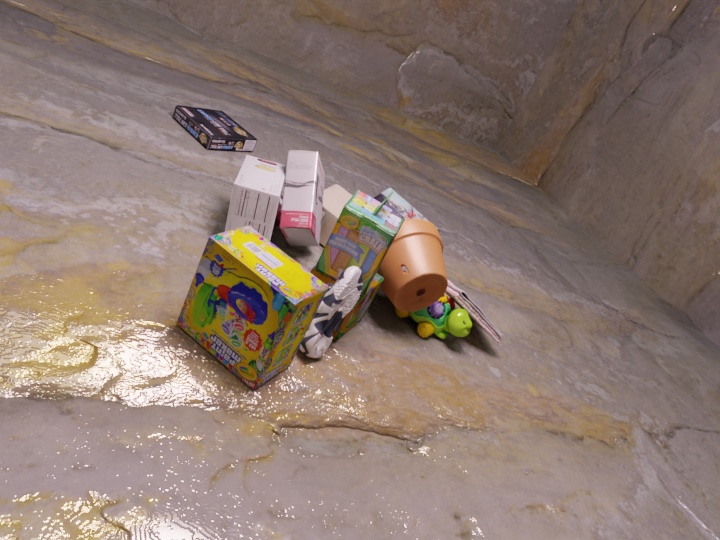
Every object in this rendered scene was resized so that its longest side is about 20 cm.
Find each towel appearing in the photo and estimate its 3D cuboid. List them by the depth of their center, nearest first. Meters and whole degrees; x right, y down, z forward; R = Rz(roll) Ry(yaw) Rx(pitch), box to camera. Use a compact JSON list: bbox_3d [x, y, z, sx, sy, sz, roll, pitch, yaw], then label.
[{"bbox_3d":[0.279,0.089,1.614,0.200,0.032,0.191,45,2,-24],"label":"towel"}]

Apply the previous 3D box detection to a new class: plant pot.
[{"bbox_3d":[0.120,0.000,1.434,0.197,0.201,0.142,9,42,-35],"label":"plant pot"}]

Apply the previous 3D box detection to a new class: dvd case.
[{"bbox_3d":[0.103,-0.132,1.640,0.145,0.022,0.200,-32,68,-36],"label":"dvd case"}]

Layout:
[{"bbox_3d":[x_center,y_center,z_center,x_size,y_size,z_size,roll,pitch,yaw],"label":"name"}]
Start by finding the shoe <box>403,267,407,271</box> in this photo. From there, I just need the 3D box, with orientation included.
[{"bbox_3d":[0.123,-0.076,1.663,0.070,0.093,0.201,8,24,-6],"label":"shoe"}]

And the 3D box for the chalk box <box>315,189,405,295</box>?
[{"bbox_3d":[0.009,-0.079,1.270,0.122,0.202,0.125,29,25,3],"label":"chalk box"}]

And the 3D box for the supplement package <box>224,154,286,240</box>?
[{"bbox_3d":[-0.254,-0.164,1.480,0.108,0.158,0.201,13,28,-9],"label":"supplement package"}]

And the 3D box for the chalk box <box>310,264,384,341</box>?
[{"bbox_3d":[-0.037,0.047,1.372,0.123,0.126,0.199,34,27,13],"label":"chalk box"}]

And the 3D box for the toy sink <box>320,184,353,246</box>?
[{"bbox_3d":[-0.043,-0.119,1.665,0.199,0.113,0.130,38,38,12],"label":"toy sink"}]

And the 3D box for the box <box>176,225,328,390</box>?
[{"bbox_3d":[-0.196,0.063,1.096,0.198,0.195,0.122,35,26,15],"label":"box"}]

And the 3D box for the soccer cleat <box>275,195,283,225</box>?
[{"bbox_3d":[-0.223,-0.163,1.640,0.198,0.067,0.077,34,30,4],"label":"soccer cleat"}]

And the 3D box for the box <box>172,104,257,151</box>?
[{"bbox_3d":[-0.461,-0.450,1.936,0.199,0.050,0.197,41,27,25],"label":"box"}]

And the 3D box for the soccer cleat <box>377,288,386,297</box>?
[{"bbox_3d":[0.112,0.031,1.605,0.085,0.071,0.199,17,17,27],"label":"soccer cleat"}]

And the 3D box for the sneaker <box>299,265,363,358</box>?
[{"bbox_3d":[-0.088,0.062,1.235,0.128,0.202,0.079,29,3,30],"label":"sneaker"}]

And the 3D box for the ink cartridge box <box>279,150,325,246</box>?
[{"bbox_3d":[-0.143,-0.178,1.528,0.083,0.205,0.146,1,-14,4],"label":"ink cartridge box"}]

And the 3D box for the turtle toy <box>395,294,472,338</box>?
[{"bbox_3d":[0.192,0.103,1.535,0.199,0.102,0.145,40,27,22],"label":"turtle toy"}]
